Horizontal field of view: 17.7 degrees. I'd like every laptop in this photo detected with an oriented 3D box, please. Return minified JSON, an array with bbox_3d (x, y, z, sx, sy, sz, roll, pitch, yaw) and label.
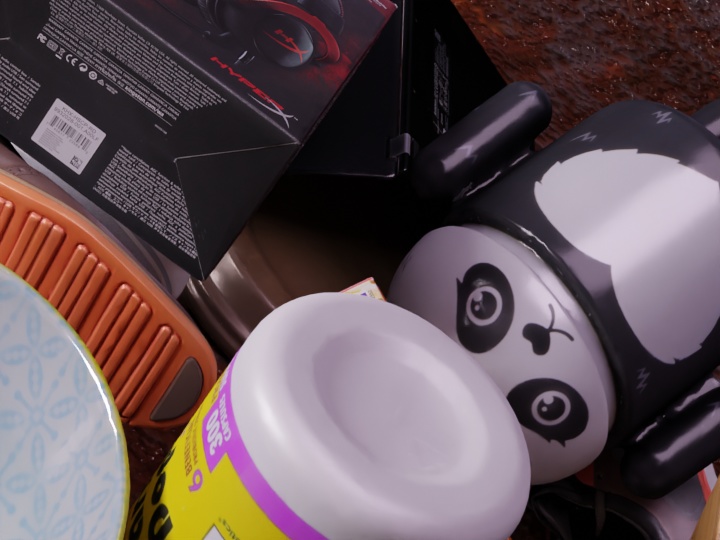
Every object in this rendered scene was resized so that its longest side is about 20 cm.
[{"bbox_3d":[-0.010,-0.063,1.110,0.200,0.115,0.188,52,25,-32],"label":"laptop"}]

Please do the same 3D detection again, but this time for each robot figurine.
[{"bbox_3d":[0.102,0.005,0.996,0.199,0.125,0.150,-34,45,-25],"label":"robot figurine"}]

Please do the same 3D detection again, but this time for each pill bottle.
[{"bbox_3d":[-0.034,0.108,0.774,0.104,0.200,0.105,22,37,-18],"label":"pill bottle"}]

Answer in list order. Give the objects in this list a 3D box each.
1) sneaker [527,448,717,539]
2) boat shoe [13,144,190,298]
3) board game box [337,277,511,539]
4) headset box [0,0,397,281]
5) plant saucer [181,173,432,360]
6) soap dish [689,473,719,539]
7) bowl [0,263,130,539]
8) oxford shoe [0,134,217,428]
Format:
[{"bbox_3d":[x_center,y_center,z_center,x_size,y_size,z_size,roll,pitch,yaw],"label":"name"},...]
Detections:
[{"bbox_3d":[0.111,0.083,1.043,0.081,0.077,0.201,4,46,-29],"label":"sneaker"},{"bbox_3d":[-0.164,-0.033,0.946,0.199,0.072,0.069,37,56,-12],"label":"boat shoe"},{"bbox_3d":[0.038,0.123,0.873,0.046,0.152,0.201,-25,58,-4],"label":"board game box"},{"bbox_3d":[-0.077,-0.101,0.938,0.148,0.075,0.200,37,26,-3],"label":"headset box"},{"bbox_3d":[0.000,0.000,1.079,0.199,0.030,0.201,24,36,-19],"label":"plant saucer"},{"bbox_3d":[0.190,0.196,0.928,0.157,0.081,0.201,25,57,-16],"label":"soap dish"},{"bbox_3d":[-0.179,0.088,0.737,0.198,0.108,0.201,10,50,-12],"label":"bowl"},{"bbox_3d":[-0.130,-0.018,0.876,0.200,0.071,0.073,38,26,0],"label":"oxford shoe"}]
